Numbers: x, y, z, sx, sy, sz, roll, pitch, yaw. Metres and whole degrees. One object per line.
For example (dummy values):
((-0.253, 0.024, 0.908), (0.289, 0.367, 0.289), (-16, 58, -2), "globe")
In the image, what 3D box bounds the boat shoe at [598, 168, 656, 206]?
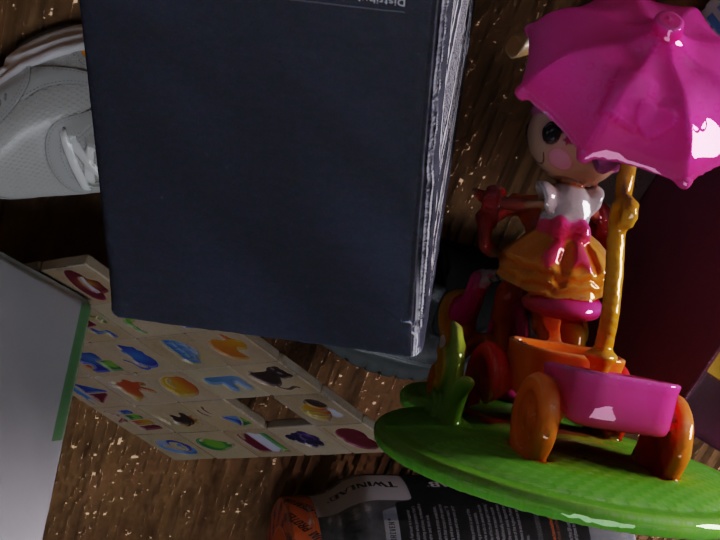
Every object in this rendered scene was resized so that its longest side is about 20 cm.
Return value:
((0.165, -0.003, 0.916), (0.069, 0.071, 0.200), (-16, 137, 21), "boat shoe")

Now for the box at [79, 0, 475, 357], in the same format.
((-0.019, -0.111, 0.642), (0.123, 0.200, 0.199), (7, 138, 5), "box")

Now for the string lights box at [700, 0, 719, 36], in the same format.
((0.228, -0.074, 0.811), (0.103, 0.059, 0.200), (-43, 139, 17), "string lights box")

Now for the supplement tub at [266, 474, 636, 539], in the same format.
((0.050, 0.179, 1.052), (0.199, 0.123, 0.123), (2, 137, -14), "supplement tub")

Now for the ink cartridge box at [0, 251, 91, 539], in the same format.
((-0.225, 0.090, 0.850), (0.087, 0.146, 0.200), (31, 139, -33), "ink cartridge box")

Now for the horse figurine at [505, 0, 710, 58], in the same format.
((0.110, -0.168, 0.711), (0.132, 0.050, 0.201), (-17, 126, -30), "horse figurine")

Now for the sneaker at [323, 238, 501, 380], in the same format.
((0.000, 0.000, 0.879), (0.199, 0.073, 0.082), (5, 138, -16), "sneaker")

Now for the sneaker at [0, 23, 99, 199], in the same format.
((-0.081, -0.059, 0.784), (0.199, 0.092, 0.076), (-15, 138, 6), "sneaker")

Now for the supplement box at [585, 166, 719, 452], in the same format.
((0.195, 0.036, 0.839), (0.200, 0.086, 0.111), (30, 96, -43), "supplement box")

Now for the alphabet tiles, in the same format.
((-0.100, 0.048, 0.909), (0.167, 0.008, 0.200), (-7, 146, 40), "alphabet tiles")

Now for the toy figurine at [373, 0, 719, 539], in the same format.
((0.089, -0.015, 0.704), (0.150, 0.200, 0.185), (10, 97, -15), "toy figurine")
